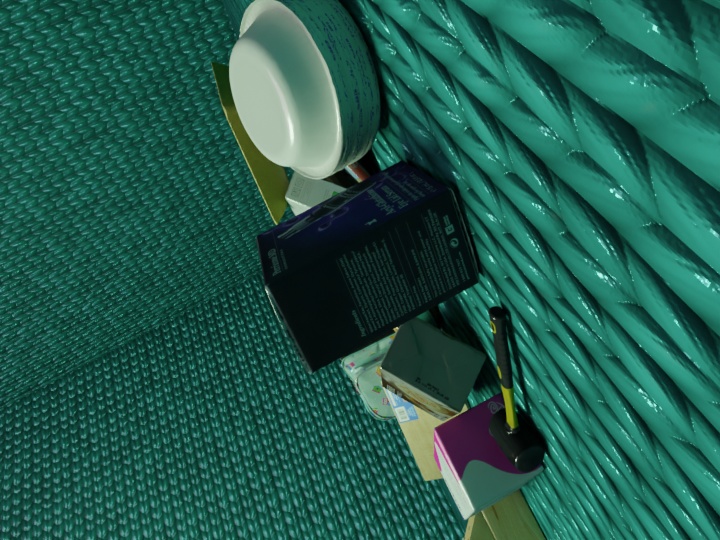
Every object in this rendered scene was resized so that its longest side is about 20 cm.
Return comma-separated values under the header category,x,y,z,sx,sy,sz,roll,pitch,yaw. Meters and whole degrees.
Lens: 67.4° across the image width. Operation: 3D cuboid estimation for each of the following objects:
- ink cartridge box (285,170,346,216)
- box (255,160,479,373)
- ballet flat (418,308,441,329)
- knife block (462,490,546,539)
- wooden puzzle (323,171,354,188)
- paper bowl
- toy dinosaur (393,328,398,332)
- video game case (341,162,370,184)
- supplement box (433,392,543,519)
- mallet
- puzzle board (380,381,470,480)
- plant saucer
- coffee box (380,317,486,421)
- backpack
category,x,y,z,sx,sy,sz,roll,pitch,yaw
ink cartridge box,-0.015,-0.087,0.851,0.194,0.052,0.109,21,172,6
box,0.000,-0.013,0.563,0.107,0.196,0.148,65,174,-25
ballet flat,0.069,0.018,0.808,0.073,0.066,0.204,-104,-12,-64
knife block,0.248,0.401,0.816,0.064,0.170,0.206,80,-152,-70
wooden puzzle,-0.090,-0.202,0.903,0.198,0.046,0.188,26,-149,-48
paper bowl,-0.076,-0.205,0.619,0.200,0.103,0.205,40,146,33
toy dinosaur,0.083,0.113,0.890,0.200,0.061,0.106,44,-172,11
video game case,-0.045,-0.186,0.815,0.200,0.017,0.143,45,-178,-14
supplement box,0.160,0.254,0.718,0.103,0.101,0.201,62,175,27
mallet,0.156,0.128,0.552,0.066,0.040,0.204,-120,11,-51
puzzle board,0.135,0.267,0.953,0.017,0.148,0.205,-27,-87,-54
plant saucer,-0.164,-0.209,0.849,0.202,0.047,0.203,-116,5,-48
coffee box,0.092,0.140,0.742,0.112,0.081,0.201,28,165,10
backpack,0.062,0.200,1.076,0.203,0.172,0.155,63,180,-37
